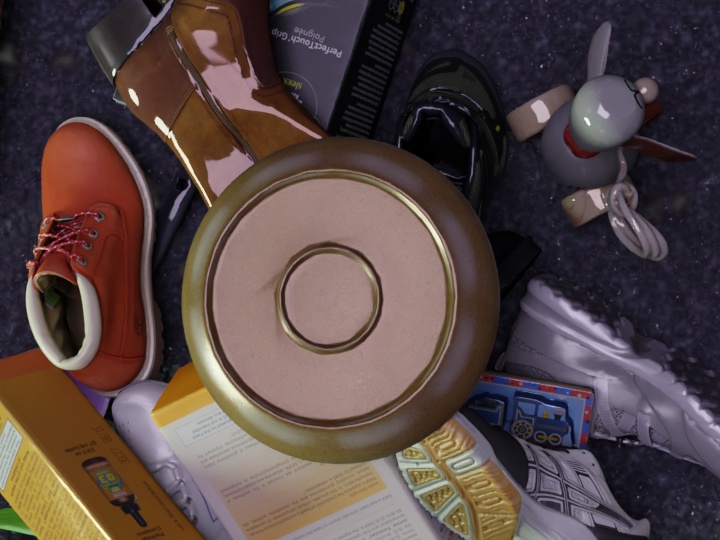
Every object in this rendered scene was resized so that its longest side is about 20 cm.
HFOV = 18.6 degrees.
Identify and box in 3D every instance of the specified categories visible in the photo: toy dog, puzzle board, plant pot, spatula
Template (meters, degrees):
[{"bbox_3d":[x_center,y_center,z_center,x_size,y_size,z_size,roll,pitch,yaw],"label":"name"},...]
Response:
[{"bbox_3d":[0.167,-0.093,1.407,0.096,0.200,0.132,-32,107,-7],"label":"toy dog"},{"bbox_3d":[0.047,0.130,1.456,0.200,0.017,0.151,9,115,9],"label":"puzzle board"},{"bbox_3d":[-0.016,0.018,1.330,0.200,0.027,0.200,0,88,13],"label":"plant pot"},{"bbox_3d":[-0.164,0.017,1.542,0.057,0.021,0.200,29,92,23],"label":"spatula"}]

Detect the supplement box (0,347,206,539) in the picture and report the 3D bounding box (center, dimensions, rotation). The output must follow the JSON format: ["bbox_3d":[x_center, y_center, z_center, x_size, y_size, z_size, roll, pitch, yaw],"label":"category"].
[{"bbox_3d":[-0.185,0.142,1.440,0.200,0.067,0.069,45,128,28],"label":"supplement box"}]

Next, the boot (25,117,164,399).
[{"bbox_3d":[-0.188,-0.017,1.489,0.075,0.107,0.200,-17,74,18],"label":"boot"}]

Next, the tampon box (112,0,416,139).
[{"bbox_3d":[-0.051,-0.179,1.473,0.150,0.126,0.200,19,92,13],"label":"tampon box"}]

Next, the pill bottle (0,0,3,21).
[{"bbox_3d":[-0.313,-0.119,1.536,0.109,0.109,0.200,7,89,12],"label":"pill bottle"}]

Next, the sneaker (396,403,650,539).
[{"bbox_3d":[0.104,0.135,1.390,0.200,0.088,0.076,45,142,-19],"label":"sneaker"}]

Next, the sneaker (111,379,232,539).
[{"bbox_3d":[-0.105,0.163,1.469,0.074,0.087,0.200,-33,91,30],"label":"sneaker"}]

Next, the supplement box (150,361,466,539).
[{"bbox_3d":[-0.025,0.133,1.423,0.126,0.074,0.200,-26,105,21],"label":"supplement box"}]

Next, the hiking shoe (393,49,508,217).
[{"bbox_3d":[0.059,-0.083,1.425,0.076,0.101,0.200,6,50,2],"label":"hiking shoe"}]

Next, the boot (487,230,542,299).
[{"bbox_3d":[0.001,0.000,1.480,0.198,0.073,0.162,-44,84,14],"label":"boot"}]

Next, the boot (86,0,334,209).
[{"bbox_3d":[-0.051,-0.119,1.372,0.188,0.068,0.200,-38,82,9],"label":"boot"}]

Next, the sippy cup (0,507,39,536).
[{"bbox_3d":[-0.223,0.254,1.496,0.130,0.178,0.140,4,58,2],"label":"sippy cup"}]

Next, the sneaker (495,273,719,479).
[{"bbox_3d":[0.180,0.087,1.450,0.200,0.075,0.082,37,110,17],"label":"sneaker"}]
